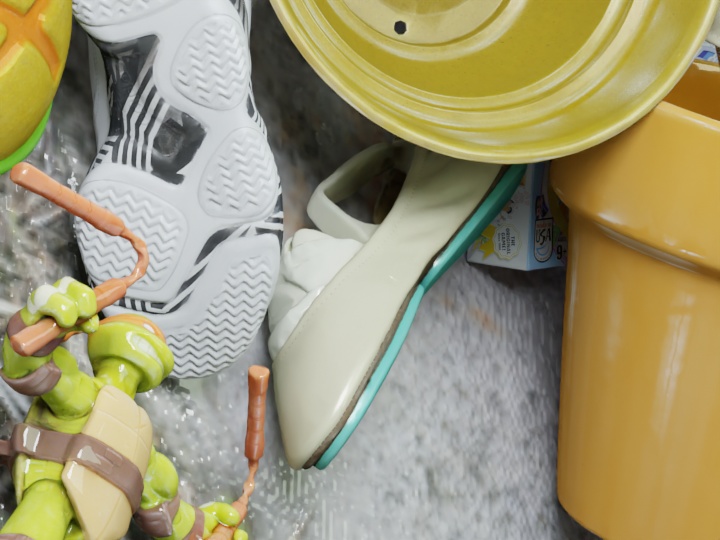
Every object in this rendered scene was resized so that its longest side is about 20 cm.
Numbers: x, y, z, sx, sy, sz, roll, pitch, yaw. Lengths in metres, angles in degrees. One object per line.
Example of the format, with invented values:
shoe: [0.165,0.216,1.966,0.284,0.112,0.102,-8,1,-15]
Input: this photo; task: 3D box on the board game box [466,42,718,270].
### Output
board game box: [0.124,-0.075,1.206,0.200,0.034,0.135,-8,103,-50]

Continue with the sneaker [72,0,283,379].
sneaker: [-0.065,-0.068,0.986,0.115,0.075,0.201,-77,162,-71]

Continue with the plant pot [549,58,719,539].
plant pot: [0.162,0.024,1.105,0.200,0.200,0.184,-1,110,-49]

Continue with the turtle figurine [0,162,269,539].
turtle figurine: [-0.097,0.069,0.889,0.200,0.064,0.162,62,37,-51]

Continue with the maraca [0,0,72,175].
maraca: [-0.164,-0.121,0.882,0.137,0.107,0.201,-24,90,-59]

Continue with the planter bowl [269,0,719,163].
planter bowl: [0.037,-0.136,1.033,0.200,0.083,0.201,2,84,-20]

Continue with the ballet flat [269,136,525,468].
ballet flat: [0.000,0.000,1.045,0.070,0.069,0.200,54,39,-15]

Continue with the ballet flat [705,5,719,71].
ballet flat: [0.140,-0.109,1.082,0.069,0.200,0.070,-25,130,-34]
